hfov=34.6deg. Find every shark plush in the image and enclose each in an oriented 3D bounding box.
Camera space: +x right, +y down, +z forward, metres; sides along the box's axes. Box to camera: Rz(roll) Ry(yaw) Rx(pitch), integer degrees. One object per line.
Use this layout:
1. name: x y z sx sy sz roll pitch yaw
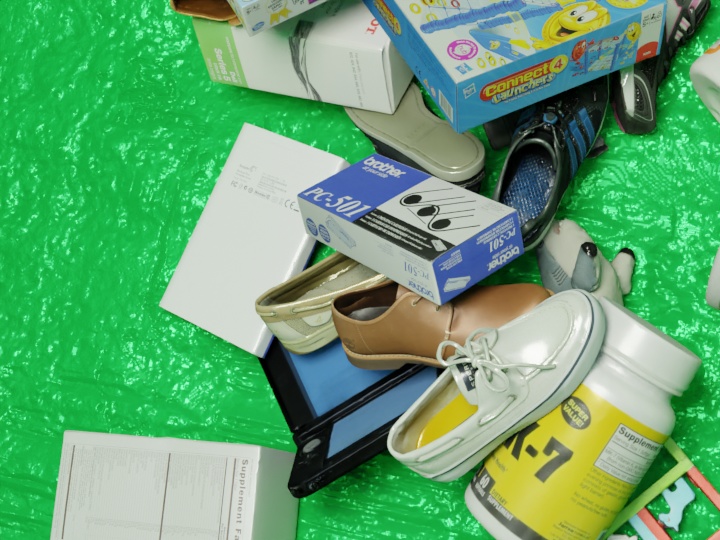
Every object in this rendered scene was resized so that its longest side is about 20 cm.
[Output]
1. shark plush: 0.193 0.055 1.020 0.082 0.090 0.203 -2 98 37

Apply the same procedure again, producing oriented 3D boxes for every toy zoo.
1. toy zoo: 0.263 0.245 0.957 0.131 0.020 0.201 -41 69 6

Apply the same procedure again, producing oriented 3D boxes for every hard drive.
1. hard drive: -0.104 -0.033 1.124 0.131 0.025 0.202 22 85 32

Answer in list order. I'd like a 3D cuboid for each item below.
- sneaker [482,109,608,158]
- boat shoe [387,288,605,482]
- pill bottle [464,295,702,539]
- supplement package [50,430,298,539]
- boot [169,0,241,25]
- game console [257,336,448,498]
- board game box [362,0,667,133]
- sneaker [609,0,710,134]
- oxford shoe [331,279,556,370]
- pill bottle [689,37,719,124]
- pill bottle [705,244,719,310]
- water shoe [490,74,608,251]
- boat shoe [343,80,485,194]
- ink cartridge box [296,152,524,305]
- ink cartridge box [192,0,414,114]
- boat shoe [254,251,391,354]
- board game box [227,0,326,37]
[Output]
1. sneaker: 0.150 -0.188 1.072 0.103 0.060 0.203 -18 77 12
2. boat shoe: 0.094 0.081 0.885 0.202 0.086 0.075 -43 46 21
3. pill bottle: 0.179 0.130 0.924 0.114 0.114 0.202 34 99 21
4. supplement package: -0.165 0.213 1.055 0.197 0.109 0.116 2 78 18
5. boot: -0.073 -0.289 1.052 0.198 0.071 0.146 -6 55 8
6. game console: 0.001 0.082 1.032 0.199 0.176 0.117 -32 99 9
7. board game box: 0.122 -0.231 0.981 0.194 0.056 0.201 -23 54 -12
8. sneaker: 0.269 -0.224 1.031 0.085 0.080 0.203 4 85 8
9. oxford shoe: 0.065 0.036 0.958 0.197 0.072 0.072 -10 42 21
10. pill bottle: 0.386 -0.195 0.965 0.200 0.114 0.115 -42 69 6
11. pill bottle: 0.388 0.010 0.920 0.198 0.111 0.112 21 85 21
12. water shoe: 0.166 -0.112 0.989 0.071 0.079 0.203 19 87 8
13. boat shoe: 0.049 -0.121 1.082 0.074 0.067 0.199 -36 48 -19
14. ink cartridge box: 0.038 -0.040 0.985 0.093 0.045 0.199 -30 33 -24
15. ink cartridge box: -0.036 -0.240 1.099 0.197 0.085 0.147 14 55 20
16. boat shoe: -0.001 -0.001 1.049 0.199 0.063 0.074 -31 39 10
17. board game box: -0.035 -0.292 0.985 0.198 0.034 0.135 -27 56 -9
